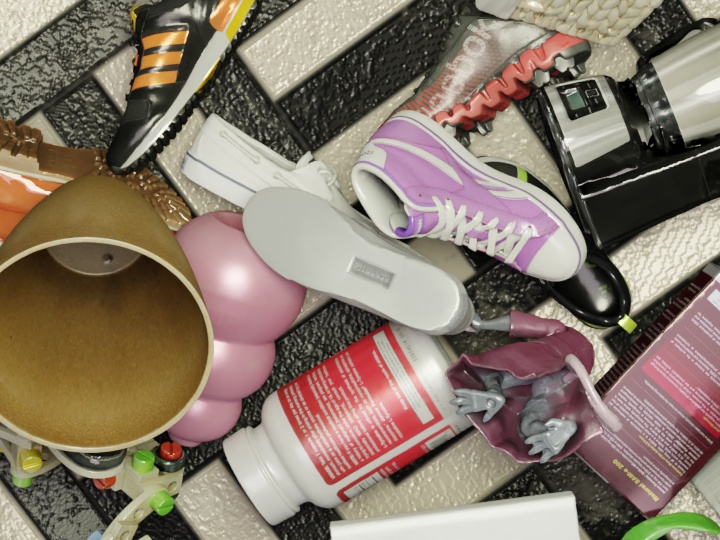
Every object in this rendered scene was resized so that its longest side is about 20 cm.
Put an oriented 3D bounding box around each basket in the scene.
[{"bbox_3d":[0.190,-0.294,1.576,0.123,0.136,0.200,21,70,-10],"label":"basket"}]

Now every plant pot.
[{"bbox_3d":[-0.211,0.009,1.541,0.186,0.200,0.187,-3,120,-5],"label":"plant pot"}]

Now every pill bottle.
[{"bbox_3d":[-0.010,0.129,1.662,0.200,0.112,0.112,-31,96,3],"label":"pill bottle"}]

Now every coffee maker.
[{"bbox_3d":[0.265,-0.099,1.622,0.200,0.135,0.192,-22,108,7],"label":"coffee maker"}]

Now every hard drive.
[{"bbox_3d":[0.082,0.258,1.606,0.200,0.026,0.132,-7,95,-1],"label":"hard drive"}]

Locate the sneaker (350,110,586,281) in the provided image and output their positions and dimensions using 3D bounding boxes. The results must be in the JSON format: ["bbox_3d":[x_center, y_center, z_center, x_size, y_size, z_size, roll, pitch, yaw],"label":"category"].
[{"bbox_3d":[0.080,-0.036,1.580,0.200,0.114,0.073,32,129,5],"label":"sneaker"}]

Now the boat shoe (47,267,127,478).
[{"bbox_3d":[-0.240,0.081,1.623,0.072,0.068,0.200,-8,55,-24],"label":"boat shoe"}]

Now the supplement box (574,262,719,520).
[{"bbox_3d":[0.274,0.103,1.688,0.109,0.061,0.200,43,94,-5],"label":"supplement box"}]

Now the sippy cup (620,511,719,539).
[{"bbox_3d":[0.271,0.303,1.683,0.130,0.178,0.140,2,53,-11],"label":"sippy cup"}]

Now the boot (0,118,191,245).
[{"bbox_3d":[-0.247,-0.050,1.669,0.200,0.075,0.107,18,115,-7],"label":"boot"}]

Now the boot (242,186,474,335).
[{"bbox_3d":[0.000,0.000,1.599,0.200,0.096,0.074,30,88,13],"label":"boot"}]

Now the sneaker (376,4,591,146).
[{"bbox_3d":[0.090,-0.165,1.652,0.200,0.071,0.098,-32,79,13],"label":"sneaker"}]

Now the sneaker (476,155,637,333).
[{"bbox_3d":[0.161,-0.024,1.660,0.200,0.083,0.072,40,94,-5],"label":"sneaker"}]

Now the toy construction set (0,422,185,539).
[{"bbox_3d":[-0.226,0.170,1.645,0.200,0.131,0.092,49,134,24],"label":"toy construction set"}]

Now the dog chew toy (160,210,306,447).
[{"bbox_3d":[-0.121,0.054,1.652,0.124,0.125,0.200,18,104,-3],"label":"dog chew toy"}]

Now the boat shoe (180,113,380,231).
[{"bbox_3d":[-0.051,-0.068,1.659,0.200,0.074,0.065,25,100,-4],"label":"boat shoe"}]

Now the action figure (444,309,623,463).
[{"bbox_3d":[0.151,0.076,1.619,0.149,0.200,0.134,-29,94,29],"label":"action figure"}]

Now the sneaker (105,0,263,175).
[{"bbox_3d":[-0.167,-0.176,1.648,0.090,0.070,0.200,36,86,0],"label":"sneaker"}]

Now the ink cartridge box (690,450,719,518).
[{"bbox_3d":[0.359,0.155,1.624,0.160,0.200,0.047,-39,95,4],"label":"ink cartridge box"}]
